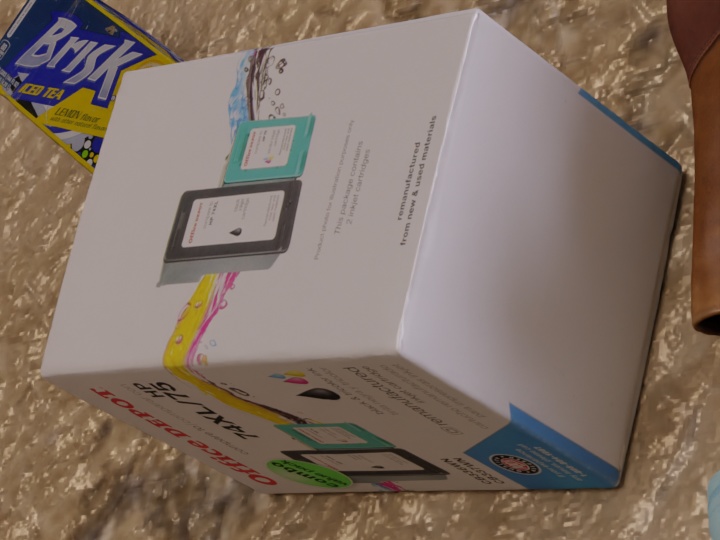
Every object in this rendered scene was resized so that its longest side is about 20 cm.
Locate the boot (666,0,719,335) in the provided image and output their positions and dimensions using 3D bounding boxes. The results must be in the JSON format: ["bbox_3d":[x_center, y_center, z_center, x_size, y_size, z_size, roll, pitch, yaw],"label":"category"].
[{"bbox_3d":[0.195,-0.091,1.018,0.188,0.068,0.200,-23,52,32],"label":"boot"}]

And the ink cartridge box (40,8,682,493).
[{"bbox_3d":[0.000,0.000,1.086,0.200,0.147,0.146,-6,63,42],"label":"ink cartridge box"}]

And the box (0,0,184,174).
[{"bbox_3d":[-0.107,-0.075,1.295,0.070,0.064,0.200,-55,42,3],"label":"box"}]

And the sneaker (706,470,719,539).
[{"bbox_3d":[0.197,0.042,0.929,0.200,0.074,0.082,-39,47,17],"label":"sneaker"}]
